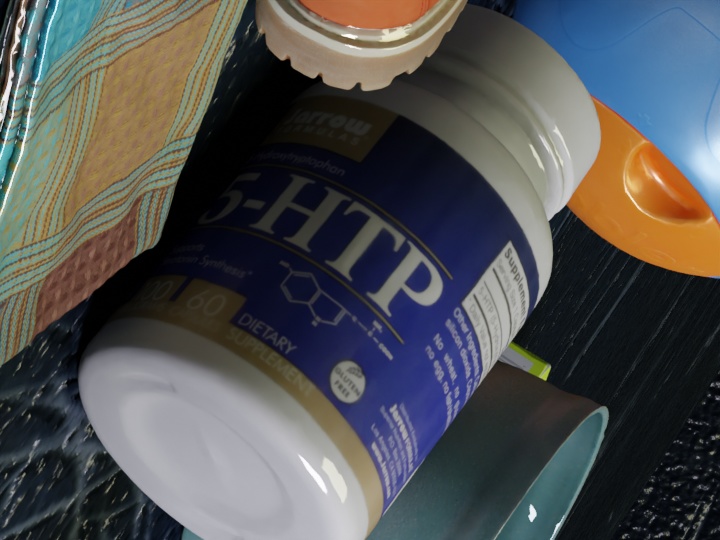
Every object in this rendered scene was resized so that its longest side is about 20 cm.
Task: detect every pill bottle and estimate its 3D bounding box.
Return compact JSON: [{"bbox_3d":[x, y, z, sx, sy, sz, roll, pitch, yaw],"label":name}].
[{"bbox_3d":[0.000,0.000,1.014,0.200,0.119,0.120,-52,166,-29],"label":"pill bottle"}]

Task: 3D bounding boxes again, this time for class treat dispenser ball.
[{"bbox_3d":[0.167,-0.097,1.245,0.201,0.200,0.201,-54,167,-19],"label":"treat dispenser ball"}]

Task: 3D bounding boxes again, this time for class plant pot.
[{"bbox_3d":[0.004,0.114,1.260,0.201,0.134,0.200,-55,167,-20],"label":"plant pot"}]

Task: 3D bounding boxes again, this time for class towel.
[{"bbox_3d":[-0.071,-0.059,0.831,0.147,0.022,0.201,-42,159,-51],"label":"towel"}]

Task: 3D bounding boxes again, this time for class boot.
[{"bbox_3d":[0.036,-0.156,0.847,0.107,0.075,0.200,106,8,-51],"label":"boot"}]

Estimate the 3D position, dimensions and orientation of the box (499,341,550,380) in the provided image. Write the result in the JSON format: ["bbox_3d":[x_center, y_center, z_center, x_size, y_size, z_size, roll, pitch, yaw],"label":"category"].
[{"bbox_3d":[0.055,0.136,1.707,0.122,0.048,0.200,-51,166,-28],"label":"box"}]
